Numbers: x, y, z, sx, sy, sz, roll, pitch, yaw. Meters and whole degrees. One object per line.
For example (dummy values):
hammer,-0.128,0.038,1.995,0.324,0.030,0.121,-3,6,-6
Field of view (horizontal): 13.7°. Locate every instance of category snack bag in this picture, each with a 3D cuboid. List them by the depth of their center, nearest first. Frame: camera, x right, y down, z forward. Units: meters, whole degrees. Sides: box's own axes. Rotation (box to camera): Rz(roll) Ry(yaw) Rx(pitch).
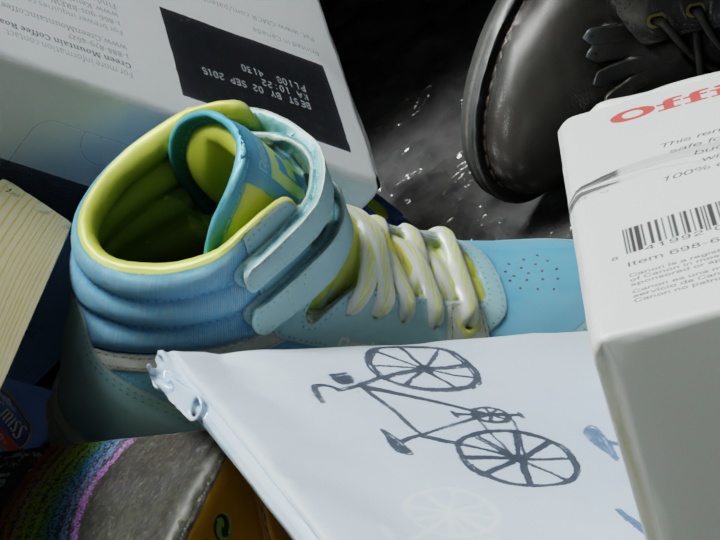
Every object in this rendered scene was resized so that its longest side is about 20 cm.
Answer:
snack bag,0.060,0.063,0.835,0.199,0.022,0.189,-2,24,-24

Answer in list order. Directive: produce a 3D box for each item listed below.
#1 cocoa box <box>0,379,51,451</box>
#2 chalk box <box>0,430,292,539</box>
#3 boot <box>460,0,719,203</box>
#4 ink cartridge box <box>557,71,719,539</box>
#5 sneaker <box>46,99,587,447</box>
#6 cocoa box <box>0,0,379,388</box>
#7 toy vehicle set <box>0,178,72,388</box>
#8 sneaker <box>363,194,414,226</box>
cocoa box,-0.208,-0.009,1.147,0.131,0.200,0.133,-44,30,-9
chalk box,-0.098,0.138,0.925,0.199,0.124,0.125,-9,44,41
boot,0.140,-0.079,1.007,0.200,0.069,0.174,-49,40,-2
ink cartridge box,0.134,0.004,0.794,0.143,0.084,0.200,-15,18,6
sneaker,0.000,0.000,0.931,0.199,0.131,0.080,-13,45,-17
cocoa box,-0.120,-0.057,0.993,0.131,0.199,0.134,-47,42,31
toy vehicle set,-0.164,0.073,0.917,0.200,0.026,0.125,-46,16,36
sneaker,-0.032,-0.002,1.099,0.083,0.071,0.200,-59,33,7
